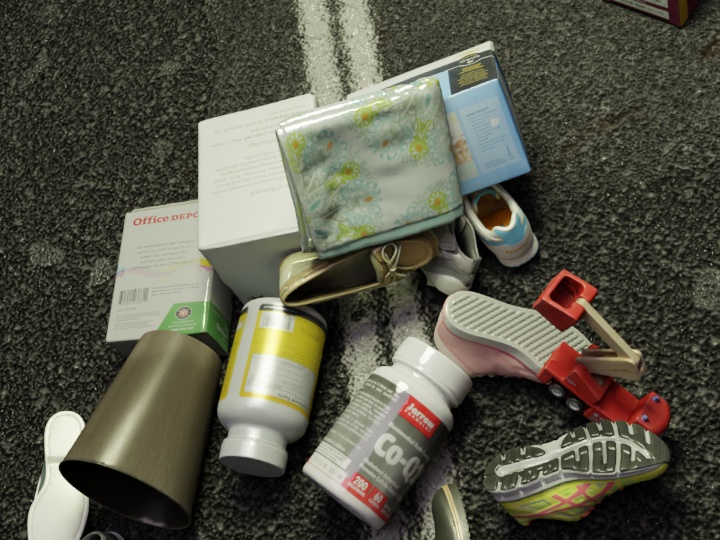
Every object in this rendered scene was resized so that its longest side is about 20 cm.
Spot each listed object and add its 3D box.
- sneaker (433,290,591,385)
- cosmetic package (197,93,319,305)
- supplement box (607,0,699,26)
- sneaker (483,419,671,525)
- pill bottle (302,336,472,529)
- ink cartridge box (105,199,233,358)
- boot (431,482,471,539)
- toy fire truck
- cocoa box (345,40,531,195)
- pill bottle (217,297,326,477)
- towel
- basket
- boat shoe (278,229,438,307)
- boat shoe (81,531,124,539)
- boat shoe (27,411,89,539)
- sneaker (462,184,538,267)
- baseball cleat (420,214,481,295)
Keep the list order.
[{"bbox_3d":[0.178,0.095,1.286,0.199,0.105,0.076,22,59,-2],"label":"sneaker"},{"bbox_3d":[-0.107,-0.087,1.423,0.165,0.168,0.201,-12,60,12],"label":"cosmetic package"},{"bbox_3d":[0.423,-0.450,1.467,0.131,0.103,0.200,30,77,31],"label":"supplement box"},{"bbox_3d":[0.239,0.225,1.176,0.199,0.091,0.078,-16,29,23],"label":"sneaker"},{"bbox_3d":[0.035,0.184,1.255,0.114,0.114,0.200,30,76,30],"label":"pill bottle"},{"bbox_3d":[-0.248,0.015,1.466,0.144,0.088,0.201,-7,62,16],"label":"ink cartridge box"},{"bbox_3d":[0.059,0.337,1.174,0.137,0.078,0.201,-10,59,5],"label":"boot"},{"bbox_3d":[0.259,0.103,1.165,0.200,0.141,0.049,39,59,6],"label":"toy fire truck"},{"bbox_3d":[0.093,-0.170,1.339,0.199,0.134,0.132,-19,29,13],"label":"cocoa box"},{"bbox_3d":[-0.111,0.143,1.331,0.111,0.112,0.201,1,63,21],"label":"pill bottle"},{"bbox_3d":[0.012,-0.114,1.249,0.199,0.172,0.048,-17,29,-6],"label":"towel"},{"bbox_3d":[-0.252,0.187,1.342,0.136,0.180,0.201,-17,43,41],"label":"basket"},{"bbox_3d":[-0.001,-0.002,1.312,0.199,0.074,0.063,-11,36,4],"label":"boat shoe"},{"bbox_3d":[-0.364,0.395,1.309,0.072,0.071,0.201,25,73,29],"label":"boat shoe"},{"bbox_3d":[-0.378,0.283,1.389,0.072,0.062,0.201,2,64,-7],"label":"boat shoe"},{"bbox_3d":[0.151,-0.094,1.384,0.076,0.081,0.200,-39,52,-3],"label":"sneaker"},{"bbox_3d":[0.079,-0.056,1.379,0.200,0.107,0.070,41,37,25],"label":"baseball cleat"}]
